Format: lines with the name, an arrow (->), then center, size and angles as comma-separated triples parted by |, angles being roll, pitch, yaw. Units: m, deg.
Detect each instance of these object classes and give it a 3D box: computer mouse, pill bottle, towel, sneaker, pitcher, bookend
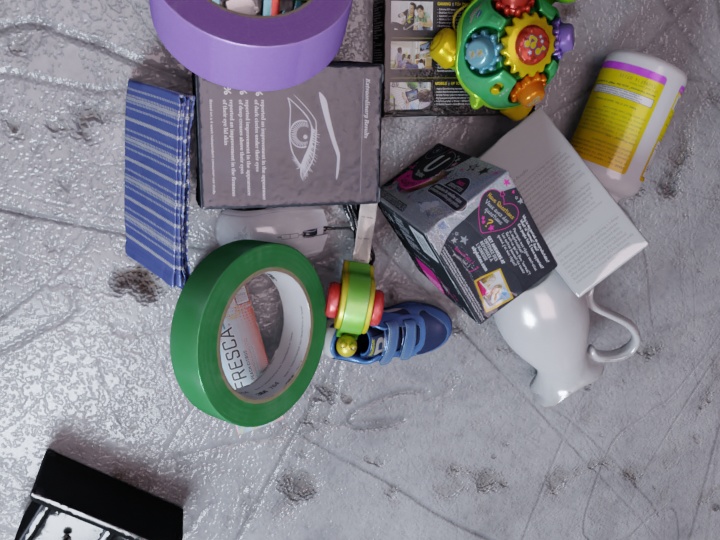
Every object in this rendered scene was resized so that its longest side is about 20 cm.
computer mouse -> -0.076, -0.044, 0.846 | 0.196, 0.044, 0.112 | -4, 109, -14
pill bottle -> 0.323, -0.165, 0.882 | 0.103, 0.104, 0.203 | 17, 102, -19
towel -> -0.217, -0.094, 0.746 | 0.024, 0.144, 0.204 | -8, 112, -40
sneaker -> 0.031, 0.085, 0.896 | 0.196, 0.082, 0.076 | -1, 106, -16
pitcher -> 0.274, 0.067, 0.931 | 0.169, 0.122, 0.202 | -26, 119, 9
bookend -> -0.358, 0.366, 0.875 | 0.198, 0.092, 0.200 | 33, 97, -21

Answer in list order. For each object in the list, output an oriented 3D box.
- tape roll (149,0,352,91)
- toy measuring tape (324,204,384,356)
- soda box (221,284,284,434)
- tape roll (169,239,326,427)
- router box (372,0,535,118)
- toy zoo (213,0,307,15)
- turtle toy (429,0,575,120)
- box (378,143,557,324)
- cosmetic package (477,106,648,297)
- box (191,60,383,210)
tape roll -> -0.105, -0.276, 0.674 | 0.196, 0.066, 0.204 | 5, 65, -10
toy measuring tape -> 0.000, 0.000, 0.808 | 0.072, 0.073, 0.204 | 10, 89, -18
soda box -> -0.150, 0.093, 0.856 | 0.062, 0.068, 0.204 | -16, 110, -9
tape roll -> -0.118, 0.069, 0.778 | 0.199, 0.047, 0.205 | -15, 108, -52
router box -> 0.114, -0.259, 0.823 | 0.196, 0.051, 0.152 | -4, 106, -14
toy zoo -> -0.105, -0.250, 0.784 | 0.128, 0.020, 0.204 | 1, 107, -15
turtle toy -> 0.177, -0.265, 0.756 | 0.144, 0.101, 0.202 | 28, 96, -22
box -> 0.114, -0.053, 0.809 | 0.114, 0.200, 0.133 | -36, 113, -3
cosmetic package -> 0.236, -0.080, 0.830 | 0.101, 0.071, 0.201 | -38, 83, 14
box -> -0.080, -0.151, 0.755 | 0.196, 0.104, 0.151 | -2, 108, -15
